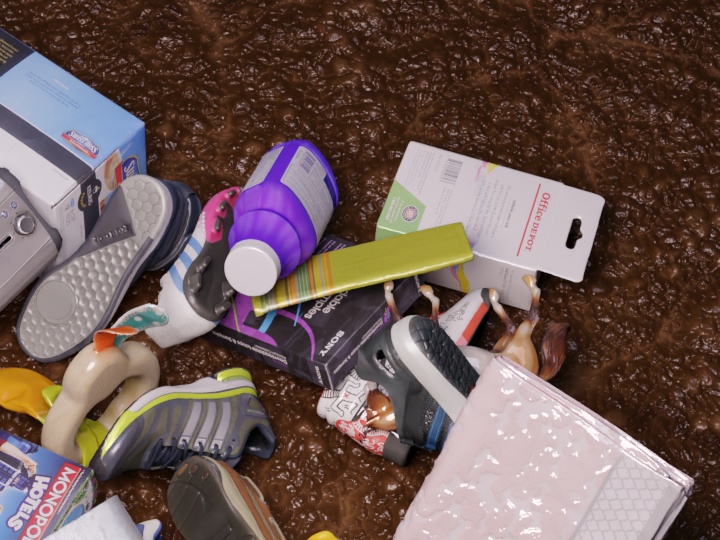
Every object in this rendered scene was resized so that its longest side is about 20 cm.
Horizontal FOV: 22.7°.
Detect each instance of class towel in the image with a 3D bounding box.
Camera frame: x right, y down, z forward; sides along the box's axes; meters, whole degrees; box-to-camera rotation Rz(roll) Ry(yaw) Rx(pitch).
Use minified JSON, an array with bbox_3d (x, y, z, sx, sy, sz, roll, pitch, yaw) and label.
[{"bbox_3d":[0.138,0.200,1.434,0.190,0.201,0.032,32,14,16],"label":"towel"},{"bbox_3d":[0.000,0.000,1.581,0.198,0.018,0.086,-14,23,2],"label":"towel"}]

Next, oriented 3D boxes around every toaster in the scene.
[{"bbox_3d":[-0.369,-0.013,1.598,0.199,0.114,0.129,-1,42,49],"label":"toaster"}]

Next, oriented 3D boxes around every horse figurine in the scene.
[{"bbox_3d":[0.096,0.071,1.563,0.197,0.050,0.134,0,64,-9],"label":"horse figurine"}]

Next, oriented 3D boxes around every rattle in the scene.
[{"bbox_3d":[-0.241,0.067,1.517,0.129,0.201,0.143,-24,58,-21],"label":"rattle"}]

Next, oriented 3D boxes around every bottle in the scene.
[{"bbox_3d":[-0.073,-0.044,1.592,0.065,0.084,0.200,-22,21,22],"label":"bottle"}]

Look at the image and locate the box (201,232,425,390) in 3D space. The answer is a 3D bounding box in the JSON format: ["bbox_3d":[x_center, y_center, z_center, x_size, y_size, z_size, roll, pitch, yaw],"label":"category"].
[{"bbox_3d":[-0.060,0.023,1.631,0.199,0.036,0.143,20,51,34],"label":"box"}]

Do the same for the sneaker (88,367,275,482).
[{"bbox_3d":[-0.144,0.142,1.522,0.199,0.074,0.081,-19,62,-47],"label":"sneaker"}]

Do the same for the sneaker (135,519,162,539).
[{"bbox_3d":[-0.141,0.279,1.448,0.088,0.076,0.200,-33,63,-26],"label":"sneaker"}]

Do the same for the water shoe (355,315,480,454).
[{"bbox_3d":[0.073,0.125,1.508,0.201,0.078,0.072,56,30,-16],"label":"water shoe"}]

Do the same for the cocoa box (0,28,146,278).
[{"bbox_3d":[-0.313,-0.108,1.683,0.199,0.134,0.131,33,57,19],"label":"cocoa box"}]

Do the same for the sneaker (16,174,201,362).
[{"bbox_3d":[-0.222,-0.001,1.653,0.077,0.146,0.203,42,100,6],"label":"sneaker"}]

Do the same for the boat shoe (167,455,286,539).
[{"bbox_3d":[-0.083,0.236,1.453,0.074,0.076,0.201,13,42,-53],"label":"boat shoe"}]

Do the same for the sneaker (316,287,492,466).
[{"bbox_3d":[0.038,0.073,1.622,0.107,0.068,0.202,26,58,11],"label":"sneaker"}]

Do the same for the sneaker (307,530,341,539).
[{"bbox_3d":[0.028,0.266,1.428,0.198,0.083,0.078,13,34,29],"label":"sneaker"}]

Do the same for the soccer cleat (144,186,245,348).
[{"bbox_3d":[-0.142,-0.006,1.614,0.070,0.086,0.201,48,31,-16],"label":"soccer cleat"}]

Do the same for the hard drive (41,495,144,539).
[{"bbox_3d":[-0.191,0.292,1.355,0.139,0.033,0.201,-30,80,-22],"label":"hard drive"}]

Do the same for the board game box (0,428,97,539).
[{"bbox_3d":[-0.300,0.237,1.443,0.198,0.062,0.201,21,61,20],"label":"board game box"}]

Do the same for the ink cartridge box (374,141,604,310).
[{"bbox_3d":[0.123,-0.037,1.711,0.198,0.068,0.118,16,53,8],"label":"ink cartridge box"}]
